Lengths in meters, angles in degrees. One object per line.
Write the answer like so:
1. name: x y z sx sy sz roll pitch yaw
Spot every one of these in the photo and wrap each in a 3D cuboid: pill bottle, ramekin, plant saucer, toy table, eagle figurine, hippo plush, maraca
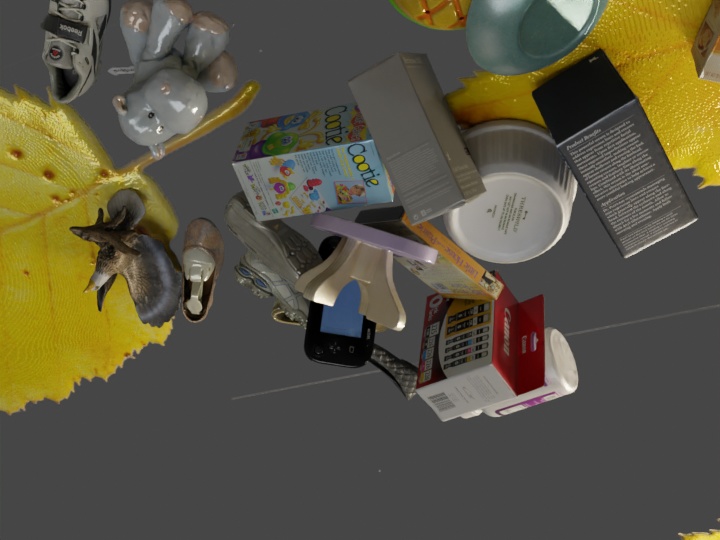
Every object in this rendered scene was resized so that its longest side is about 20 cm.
1. pill bottle: 0.246 0.175 1.431 0.199 0.113 0.112 -24 125 27
2. ramekin: 0.200 -0.099 1.201 0.200 0.095 0.204 5 132 6
3. plant saucer: 0.216 -0.297 0.990 0.199 0.039 0.202 -20 144 -15
4. toy table: 0.000 0.000 1.193 0.183 0.118 0.199 19 180 -44
5. eagle figurine: -0.376 -0.010 1.360 0.150 0.153 0.201 -24 150 -5
6. hippo plush: -0.263 -0.245 1.101 0.198 0.162 0.160 -16 128 22
7. maraca: 0.122 -0.336 0.993 0.198 0.108 0.138 7 135 -8

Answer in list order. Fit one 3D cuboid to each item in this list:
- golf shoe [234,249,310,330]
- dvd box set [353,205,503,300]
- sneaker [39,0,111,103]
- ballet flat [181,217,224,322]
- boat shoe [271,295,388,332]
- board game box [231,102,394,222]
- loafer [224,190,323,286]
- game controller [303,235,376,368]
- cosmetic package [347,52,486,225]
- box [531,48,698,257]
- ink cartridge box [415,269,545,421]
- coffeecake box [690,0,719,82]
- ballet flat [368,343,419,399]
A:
1. golf shoe: -0.097 0.027 1.352 0.199 0.098 0.078 37 170 -8
2. dvd box set: 0.098 -0.024 1.279 0.199 0.030 0.146 37 164 -22
3. sneaker: -0.370 -0.304 1.118 0.073 0.089 0.201 13 131 -1
4. ballet flat: -0.257 0.008 1.394 0.067 0.068 0.201 10 133 0
5. boat shoe: -0.044 0.073 1.420 0.199 0.063 0.074 14 133 -3
6. board game box: -0.058 -0.151 1.191 0.198 0.104 0.105 -7 131 16
7. loafer: -0.126 -0.033 1.302 0.200 0.070 0.070 47 133 8
8. game controller: -0.023 0.046 1.314 0.103 0.202 0.042 6 163 6
9. cosmetic package: 0.073 -0.168 1.096 0.090 0.107 0.202 -21 94 27
10. box: 0.318 -0.146 1.091 0.106 0.149 0.200 -29 122 17
11. ink cartridge box: 0.184 0.105 1.316 0.174 0.201 0.084 -24 124 28
12. coffeecake box: 0.490 -0.305 0.979 0.152 0.073 0.201 12 132 0
13. ballet flat: 0.025 0.158 1.479 0.199 0.057 0.066 30 171 -18
